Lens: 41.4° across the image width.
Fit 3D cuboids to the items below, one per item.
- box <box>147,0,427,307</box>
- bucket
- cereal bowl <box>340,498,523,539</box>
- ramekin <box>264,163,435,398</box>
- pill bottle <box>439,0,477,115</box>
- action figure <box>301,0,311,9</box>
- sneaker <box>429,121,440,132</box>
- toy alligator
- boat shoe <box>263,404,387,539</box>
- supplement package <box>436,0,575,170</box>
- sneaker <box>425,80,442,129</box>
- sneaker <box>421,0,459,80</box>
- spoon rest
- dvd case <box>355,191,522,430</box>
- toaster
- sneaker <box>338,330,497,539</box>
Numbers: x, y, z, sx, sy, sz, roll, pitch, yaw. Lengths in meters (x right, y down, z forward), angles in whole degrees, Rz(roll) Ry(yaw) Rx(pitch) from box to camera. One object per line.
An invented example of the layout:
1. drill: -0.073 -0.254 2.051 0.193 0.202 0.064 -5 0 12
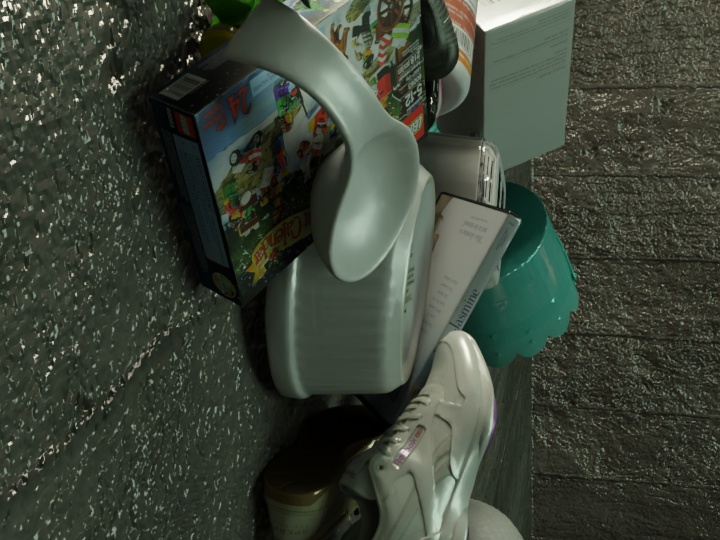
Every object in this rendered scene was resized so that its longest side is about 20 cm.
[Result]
1. box: -0.031 -0.093 0.583 0.200 0.037 0.138 -45 143 -33
2. bucket: 0.152 -0.001 1.149 0.136 0.204 0.209 66 29 -41
3. cereal bowl: 0.039 0.246 0.788 0.084 0.198 0.200 65 20 -6
4. ramekin: 0.000 0.000 0.725 0.202 0.093 0.205 7 90 -80
5. pill bottle: 0.059 -0.261 0.927 0.112 0.111 0.203 61 34 -62
6. action figure: -0.072 -0.222 0.518 0.118 0.054 0.201 43 29 -31
7. sneaker: 0.111 -0.205 1.189 0.077 0.079 0.203 5 88 -75
8. toy alligator: -0.057 -0.118 0.615 0.201 0.053 0.060 75 23 -47
9. boat shoe: -0.020 0.164 0.769 0.200 0.071 0.066 -31 126 -66
10. supplement package: 0.156 -0.227 1.065 0.118 0.116 0.201 54 -20 40
11. sneaker: 0.029 -0.205 0.788 0.087 0.079 0.202 -100 166 -69
12. sneaker: 0.006 -0.220 0.680 0.201 0.066 0.091 56 10 -13
13. spoon rest: -0.008 -0.064 0.542 0.100 0.060 0.200 -57 148 -15
14. dvd case: 0.054 0.030 0.823 0.202 0.017 0.143 -61 -158 1
15. toaster: 0.085 -0.055 1.014 0.114 0.127 0.203 58 37 -62
16. sneaker: 0.042 0.133 0.699 0.075 0.098 0.202 134 -27 -65
